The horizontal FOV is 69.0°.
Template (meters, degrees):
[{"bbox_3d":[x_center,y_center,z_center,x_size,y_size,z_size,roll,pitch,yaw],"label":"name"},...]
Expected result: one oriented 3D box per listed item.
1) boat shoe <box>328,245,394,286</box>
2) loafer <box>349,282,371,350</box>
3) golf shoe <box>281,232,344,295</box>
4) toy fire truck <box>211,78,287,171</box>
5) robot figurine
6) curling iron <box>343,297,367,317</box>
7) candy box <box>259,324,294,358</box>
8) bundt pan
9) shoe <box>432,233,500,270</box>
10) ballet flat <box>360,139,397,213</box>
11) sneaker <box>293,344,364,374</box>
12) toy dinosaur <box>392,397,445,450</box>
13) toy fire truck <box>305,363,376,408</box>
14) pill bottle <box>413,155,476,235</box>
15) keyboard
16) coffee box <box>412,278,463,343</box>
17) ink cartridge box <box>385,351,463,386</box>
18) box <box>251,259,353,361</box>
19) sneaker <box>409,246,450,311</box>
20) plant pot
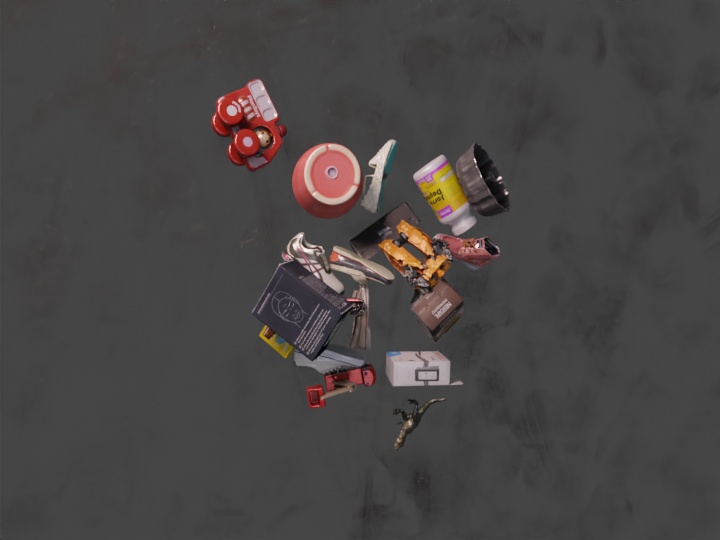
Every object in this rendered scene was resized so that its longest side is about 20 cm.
[{"bbox_3d":[0.000,0.000,1.385,0.197,0.071,0.064,26,102,24],"label":"boat shoe"},{"bbox_3d":[-0.004,0.118,1.427,0.061,0.072,0.206,-3,97,-1],"label":"loafer"},{"bbox_3d":[-0.113,-0.010,1.379,0.198,0.077,0.089,38,107,-2],"label":"golf shoe"},{"bbox_3d":[-0.276,-0.370,1.342,0.166,0.112,0.203,-32,99,-23],"label":"toy fire truck"},{"bbox_3d":[0.147,-0.038,1.347,0.145,0.058,0.199,-45,58,-6],"label":"robot figurine"},{"bbox_3d":[-0.076,0.089,1.398,0.194,0.026,0.051,8,61,17],"label":"curling iron"},{"bbox_3d":[-0.178,0.121,1.400,0.101,0.026,0.202,34,92,15],"label":"candy box"},{"bbox_3d":[0.321,-0.231,1.395,0.075,0.202,0.205,-28,99,30],"label":"bundt pan"},{"bbox_3d":[0.287,-0.064,1.403,0.197,0.090,0.073,20,55,-35],"label":"shoe"},{"bbox_3d":[0.044,-0.258,1.408,0.070,0.072,0.206,15,91,-8],"label":"ballet flat"},{"bbox_3d":[-0.088,0.244,1.428,0.194,0.073,0.073,12,102,1],"label":"sneaker"},{"bbox_3d":[0.147,0.408,1.478,0.200,0.047,0.088,-46,113,-3],"label":"toy dinosaur"},{"bbox_3d":[-0.047,0.303,1.395,0.194,0.141,0.050,-11,96,-6],"label":"toy fire truck"},{"bbox_3d":[0.234,-0.199,1.416,0.103,0.104,0.202,-34,97,-4],"label":"pill bottle"},{"bbox_3d":[0.073,-0.092,1.446,0.198,0.040,0.105,-34,75,-3],"label":"keyboard"},{"bbox_3d":[0.207,0.111,1.381,0.113,0.200,0.080,-42,70,-3],"label":"coffee box"},{"bbox_3d":[0.174,0.267,1.435,0.194,0.116,0.070,1,95,-8],"label":"ink cartridge box"},{"bbox_3d":[-0.144,0.097,1.311,0.198,0.107,0.150,36,105,7],"label":"box"},{"bbox_3d":[0.181,0.018,1.443,0.076,0.078,0.203,29,80,-7],"label":"sneaker"},{"bbox_3d":[-0.077,-0.236,1.336,0.194,0.177,0.207,0,93,-7],"label":"plant pot"}]
